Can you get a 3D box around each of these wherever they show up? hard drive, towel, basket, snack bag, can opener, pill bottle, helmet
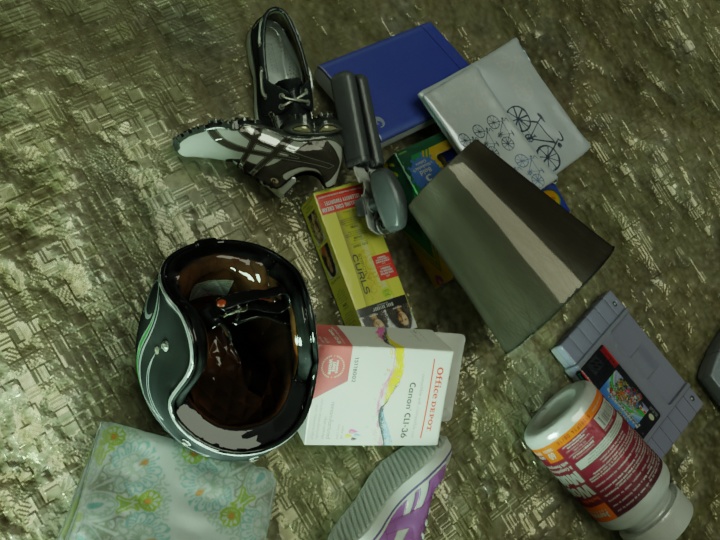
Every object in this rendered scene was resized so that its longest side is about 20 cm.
[{"bbox_3d":[0.056,-0.241,1.282,0.199,0.025,0.132,-29,71,-33],"label":"hard drive"},{"bbox_3d":[-0.189,0.249,0.984,0.198,0.048,0.173,19,50,-10],"label":"towel"},{"bbox_3d":[0.162,-0.040,1.144,0.180,0.136,0.200,-42,87,-17],"label":"basket"},{"bbox_3d":[0.192,-0.187,1.270,0.199,0.021,0.190,-33,87,-32],"label":"snack bag"},{"bbox_3d":[0.017,-0.141,1.171,0.053,0.066,0.203,-1,78,-53],"label":"can opener"},{"bbox_3d":[0.300,0.239,1.203,0.200,0.109,0.110,47,61,-3],"label":"pill bottle"},{"bbox_3d":[-0.136,0.088,1.014,0.197,0.193,0.201,6,32,-4],"label":"helmet"}]

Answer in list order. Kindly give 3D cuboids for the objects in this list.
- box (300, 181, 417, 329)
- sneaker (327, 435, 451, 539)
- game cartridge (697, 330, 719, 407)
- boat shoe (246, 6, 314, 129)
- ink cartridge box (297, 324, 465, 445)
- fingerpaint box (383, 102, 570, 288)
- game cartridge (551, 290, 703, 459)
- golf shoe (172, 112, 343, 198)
[{"bbox_3d":[0.000,0.000,1.184,0.075,0.050,0.202,-15,78,-26],"label":"box"},{"bbox_3d":[0.050,0.280,1.112,0.200,0.072,0.115,-42,112,-35],"label":"sneaker"},{"bbox_3d":[0.558,0.128,1.400,0.200,0.042,0.133,-39,86,-29],"label":"game cartridge"},{"bbox_3d":[-0.093,-0.221,1.212,0.075,0.060,0.202,-14,78,-27],"label":"boat shoe"},{"bbox_3d":[0.031,0.128,1.111,0.198,0.067,0.118,3,106,-20],"label":"ink cartridge box"},{"bbox_3d":[0.143,-0.098,1.268,0.199,0.073,0.168,-26,84,-29],"label":"fingerpaint box"},{"bbox_3d":[0.350,0.141,1.304,0.200,0.038,0.129,50,56,-2],"label":"game cartridge"},{"bbox_3d":[-0.117,-0.130,1.150,0.197,0.078,0.096,-3,95,0],"label":"golf shoe"}]
